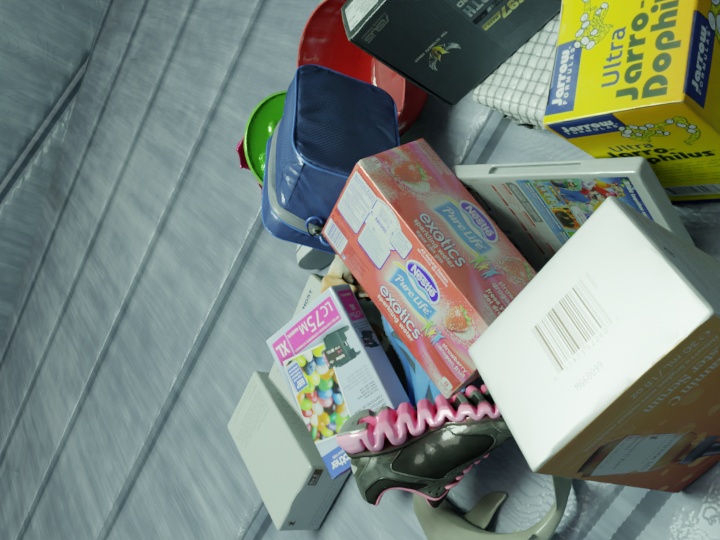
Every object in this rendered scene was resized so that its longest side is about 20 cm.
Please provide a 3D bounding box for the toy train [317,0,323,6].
[{"bbox_3d":[0.016,-0.387,1.013,0.200,0.084,0.115,-48,57,28],"label":"toy train"}]

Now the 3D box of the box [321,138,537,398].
[{"bbox_3d":[0.068,-0.006,0.637,0.201,0.094,0.103,52,141,17],"label":"box"}]

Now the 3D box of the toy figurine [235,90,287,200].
[{"bbox_3d":[-0.130,-0.165,1.106,0.183,0.147,0.206,-169,70,-66],"label":"toy figurine"}]

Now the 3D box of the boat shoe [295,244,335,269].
[{"bbox_3d":[-0.030,-0.075,0.958,0.199,0.072,0.067,-35,56,38],"label":"boat shoe"}]

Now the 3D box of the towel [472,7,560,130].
[{"bbox_3d":[0.222,-0.227,0.686,0.165,0.084,0.204,31,100,50],"label":"towel"}]

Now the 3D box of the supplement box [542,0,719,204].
[{"bbox_3d":[0.243,-0.132,0.527,0.108,0.197,0.112,2,78,51],"label":"supplement box"}]

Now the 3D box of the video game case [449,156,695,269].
[{"bbox_3d":[0.185,-0.043,0.620,0.198,0.143,0.018,9,60,52],"label":"video game case"}]

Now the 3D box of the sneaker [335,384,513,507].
[{"bbox_3d":[0.079,0.169,0.657,0.195,0.079,0.098,-13,92,10],"label":"sneaker"}]

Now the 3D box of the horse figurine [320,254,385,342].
[{"bbox_3d":[0.000,0.000,0.822,0.131,0.050,0.203,-20,42,36],"label":"horse figurine"}]

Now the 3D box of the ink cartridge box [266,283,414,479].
[{"bbox_3d":[-0.015,0.132,0.750,0.119,0.042,0.203,-38,75,31],"label":"ink cartridge box"}]

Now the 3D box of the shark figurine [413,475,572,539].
[{"bbox_3d":[0.114,0.246,0.650,0.213,0.088,0.131,-31,56,44],"label":"shark figurine"}]

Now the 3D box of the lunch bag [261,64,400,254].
[{"bbox_3d":[-0.036,-0.112,0.792,0.133,0.133,0.204,123,155,-45],"label":"lunch bag"}]

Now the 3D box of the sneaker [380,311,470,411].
[{"bbox_3d":[0.078,0.087,0.730,0.077,0.065,0.205,-14,91,45],"label":"sneaker"}]

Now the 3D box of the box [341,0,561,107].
[{"bbox_3d":[0.102,-0.260,0.650,0.199,0.156,0.052,-37,52,33],"label":"box"}]

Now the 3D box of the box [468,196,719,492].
[{"bbox_3d":[0.206,0.065,0.503,0.153,0.197,0.107,-52,41,25],"label":"box"}]

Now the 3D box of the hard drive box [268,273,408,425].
[{"bbox_3d":[-0.019,0.118,0.871,0.199,0.076,0.159,37,106,50],"label":"hard drive box"}]

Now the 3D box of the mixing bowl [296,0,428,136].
[{"bbox_3d":[0.019,-0.248,0.904,0.198,0.107,0.205,20,118,43],"label":"mixing bowl"}]

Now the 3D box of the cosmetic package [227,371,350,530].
[{"bbox_3d":[-0.101,0.236,0.938,0.200,0.073,0.103,47,114,46],"label":"cosmetic package"}]
